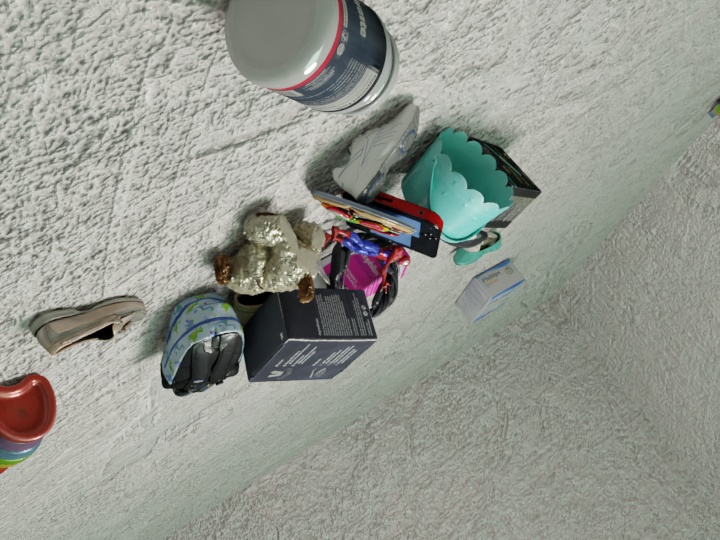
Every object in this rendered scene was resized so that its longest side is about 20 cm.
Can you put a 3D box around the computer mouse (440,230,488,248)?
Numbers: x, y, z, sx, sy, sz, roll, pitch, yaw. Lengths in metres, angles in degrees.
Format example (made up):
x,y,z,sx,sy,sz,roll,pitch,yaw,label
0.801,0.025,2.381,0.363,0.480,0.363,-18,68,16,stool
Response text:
x,y,z,sx,sy,sz,roll,pitch,yaw,label
0.184,-0.089,1.636,0.138,0.199,0.053,8,102,-62,computer mouse

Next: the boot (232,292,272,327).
x,y,z,sx,sy,sz,roll,pitch,yaw,label
-0.185,0.065,1.530,0.199,0.073,0.156,-16,156,-30,boot

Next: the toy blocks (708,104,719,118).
x,y,z,sx,sy,sz,roll,pitch,yaw,label
1.365,-0.615,2.704,0.200,0.100,0.137,-37,174,3,toy blocks

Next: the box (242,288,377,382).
x,y,z,sx,sy,sz,roll,pitch,yaw,label
-0.106,0.128,1.461,0.199,0.118,0.197,3,149,-33,box

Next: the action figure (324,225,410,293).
x,y,z,sx,sy,sz,roll,pitch,yaw,label
0.018,-0.019,1.515,0.199,0.100,0.065,12,160,-28,action figure

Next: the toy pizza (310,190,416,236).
x,y,z,sx,sy,sz,roll,pitch,yaw,label
0.003,-0.095,1.309,0.200,0.199,0.032,14,96,-67,toy pizza

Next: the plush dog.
x,y,z,sx,sy,sz,roll,pitch,yaw,label
-0.166,-0.006,1.322,0.171,0.161,0.200,-15,170,27,plush dog

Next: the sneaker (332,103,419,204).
x,y,z,sx,sy,sz,roll,pitch,yaw,label
0.029,-0.211,1.257,0.200,0.087,0.075,-52,163,-13,sneaker

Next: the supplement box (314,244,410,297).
x,y,z,sx,sy,sz,roll,pitch,yaw,label
0.000,0.000,1.666,0.199,0.101,0.103,-30,161,-22,supplement box

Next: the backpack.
x,y,z,sx,sy,sz,roll,pitch,yaw,label
-0.298,0.136,1.411,0.162,0.155,0.200,-9,165,-22,backpack

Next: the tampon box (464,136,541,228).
x,y,z,sx,sy,sz,roll,pitch,yaw,label
0.282,-0.188,1.642,0.126,0.150,0.200,-46,160,23,tampon box

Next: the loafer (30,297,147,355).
x,y,z,sx,sy,sz,roll,pitch,yaw,label
-0.422,0.093,1.182,0.200,0.063,0.072,-11,150,-53,loafer

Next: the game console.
x,y,z,sx,sy,sz,roll,pitch,yaw,label
0.061,-0.092,1.435,0.177,0.199,0.031,91,23,-67,game console

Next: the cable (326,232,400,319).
x,y,z,sx,sy,sz,roll,pitch,yaw,label
0.009,0.019,1.579,0.162,0.201,0.051,5,176,-27,cable

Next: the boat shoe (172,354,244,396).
x,y,z,sx,sy,sz,roll,pitch,yaw,label
-0.330,0.214,1.631,0.200,0.071,0.091,-45,164,29,boat shoe

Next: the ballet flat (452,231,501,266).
x,y,z,sx,sy,sz,roll,pitch,yaw,label
0.349,-0.075,2.206,0.199,0.067,0.071,-22,133,-37,ballet flat

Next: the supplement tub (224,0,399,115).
x,y,z,sx,sy,sz,roll,pitch,yaw,label
-0.049,-0.263,0.867,0.140,0.141,0.200,-43,161,19,supplement tub

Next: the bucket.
x,y,z,sx,sy,sz,roll,pitch,yaw,label
0.189,-0.163,1.471,0.135,0.208,0.207,-42,162,33,bucket

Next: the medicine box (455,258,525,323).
x,y,z,sx,sy,sz,roll,pitch,yaw,label
0.474,0.077,2.723,0.182,0.103,0.200,-26,160,-29,medicine box

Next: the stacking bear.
x,y,z,sx,sy,sz,roll,pitch,yaw,label
-0.603,0.280,1.252,0.121,0.114,0.200,-12,154,-52,stacking bear
